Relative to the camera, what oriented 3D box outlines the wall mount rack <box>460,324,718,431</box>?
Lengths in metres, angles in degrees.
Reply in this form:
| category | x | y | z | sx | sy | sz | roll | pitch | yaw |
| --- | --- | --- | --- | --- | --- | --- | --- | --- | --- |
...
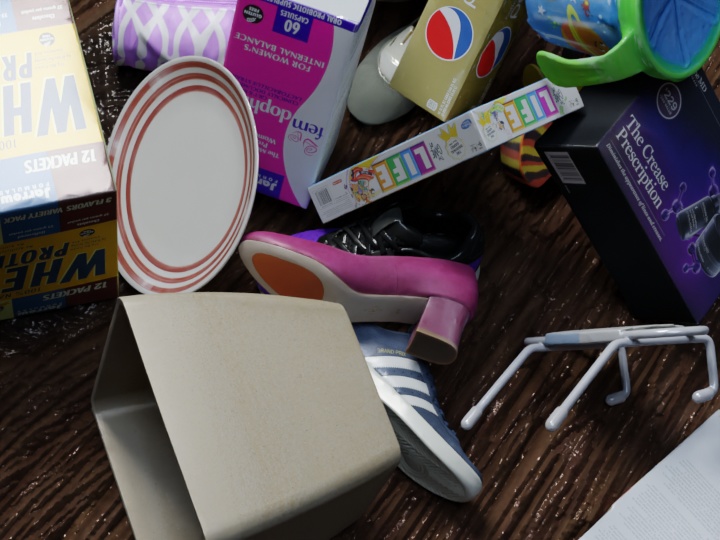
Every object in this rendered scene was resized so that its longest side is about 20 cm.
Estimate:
| category | x | y | z | sx | sy | sz | roll | pitch | yaw |
| --- | --- | --- | --- | --- | --- | --- | --- | --- | --- |
| wall mount rack | 0.182 | 0.084 | 1.426 | 0.173 | 0.200 | 0.075 | -3 | 87 | -30 |

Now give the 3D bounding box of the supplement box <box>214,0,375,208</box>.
| category | x | y | z | sx | sy | sz | roll | pitch | yaw |
| --- | --- | --- | --- | --- | --- | --- | --- | --- | --- |
| supplement box | -0.058 | -0.168 | 1.487 | 0.101 | 0.201 | 0.104 | 18 | 43 | 2 |

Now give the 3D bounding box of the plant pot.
| category | x | y | z | sx | sy | sz | roll | pitch | yaw |
| --- | --- | --- | --- | --- | --- | --- | --- | --- | --- |
| plant pot | -0.084 | 0.128 | 1.363 | 0.176 | 0.200 | 0.201 | -14 | 67 | -21 |

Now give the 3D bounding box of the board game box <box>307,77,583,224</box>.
| category | x | y | z | sx | sy | sz | roll | pitch | yaw |
| --- | --- | --- | --- | --- | --- | --- | --- | --- | --- |
| board game box | 0.068 | -0.101 | 1.466 | 0.134 | 0.199 | 0.034 | -27 | 93 | -44 |

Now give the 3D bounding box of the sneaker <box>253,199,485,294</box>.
| category | x | y | z | sx | sy | sz | roll | pitch | yaw |
| --- | --- | --- | --- | --- | --- | --- | --- | --- | --- |
| sneaker | 0.010 | -0.022 | 1.492 | 0.199 | 0.100 | 0.070 | -6 | 63 | -11 |

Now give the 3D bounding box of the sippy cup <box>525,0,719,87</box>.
| category | x | y | z | sx | sy | sz | roll | pitch | yaw |
| --- | --- | --- | --- | --- | --- | --- | --- | --- | --- |
| sippy cup | 0.206 | -0.226 | 1.431 | 0.130 | 0.141 | 0.177 | 13 | 21 | 41 |

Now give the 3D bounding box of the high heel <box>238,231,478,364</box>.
| category | x | y | z | sx | sy | sz | roll | pitch | yaw |
| --- | --- | --- | --- | --- | --- | --- | --- | --- | --- |
| high heel | 0.000 | 0.000 | 1.443 | 0.199 | 0.067 | 0.096 | 28 | 46 | -10 |

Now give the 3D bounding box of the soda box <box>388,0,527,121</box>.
| category | x | y | z | sx | sy | sz | roll | pitch | yaw |
| --- | --- | --- | --- | --- | --- | --- | --- | --- | --- |
| soda box | 0.102 | -0.229 | 1.507 | 0.064 | 0.201 | 0.068 | 34 | 24 | 19 |

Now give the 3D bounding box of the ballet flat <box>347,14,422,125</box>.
| category | x | y | z | sx | sy | sz | roll | pitch | yaw |
| --- | --- | --- | --- | --- | --- | --- | --- | --- | --- |
| ballet flat | 0.063 | -0.209 | 1.610 | 0.200 | 0.064 | 0.067 | -41 | 76 | -22 |

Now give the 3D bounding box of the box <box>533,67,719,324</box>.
| category | x | y | z | sx | sy | sz | roll | pitch | yaw |
| --- | --- | --- | --- | --- | --- | --- | --- | --- | --- |
| box | 0.253 | -0.076 | 1.506 | 0.141 | 0.079 | 0.200 | -51 | 122 | -26 |

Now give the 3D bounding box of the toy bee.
| category | x | y | z | sx | sy | sz | roll | pitch | yaw |
| --- | --- | --- | --- | --- | --- | --- | --- | --- | --- |
| toy bee | 0.193 | -0.171 | 1.587 | 0.130 | 0.109 | 0.200 | 3 | 42 | 44 |

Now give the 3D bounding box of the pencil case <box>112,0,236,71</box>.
| category | x | y | z | sx | sy | sz | roll | pitch | yaw |
| --- | --- | --- | --- | --- | --- | --- | --- | --- | --- |
| pencil case | -0.122 | -0.214 | 1.574 | 0.199 | 0.086 | 0.084 | 1 | 61 | -7 |

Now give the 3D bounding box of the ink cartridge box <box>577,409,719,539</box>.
| category | x | y | z | sx | sy | sz | roll | pitch | yaw |
| --- | --- | --- | --- | --- | --- | --- | --- | --- | --- |
| ink cartridge box | 0.256 | 0.217 | 1.444 | 0.200 | 0.050 | 0.109 | -37 | 75 | -21 |

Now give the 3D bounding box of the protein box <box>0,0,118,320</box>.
| category | x | y | z | sx | sy | sz | roll | pitch | yaw |
| --- | --- | --- | --- | --- | --- | --- | --- | --- | --- |
| protein box | -0.280 | -0.093 | 1.430 | 0.134 | 0.199 | 0.201 | -12 | 67 | -13 |

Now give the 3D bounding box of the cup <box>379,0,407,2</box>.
| category | x | y | z | sx | sy | sz | roll | pitch | yaw |
| --- | --- | --- | --- | --- | --- | --- | --- | --- | --- |
| cup | 0.036 | -0.326 | 1.617 | 0.199 | 0.143 | 0.201 | 3 | 65 | -6 |

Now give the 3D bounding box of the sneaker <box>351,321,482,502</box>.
| category | x | y | z | sx | sy | sz | roll | pitch | yaw |
| --- | --- | --- | --- | --- | --- | --- | --- | --- | --- |
| sneaker | 0.040 | 0.097 | 1.458 | 0.084 | 0.075 | 0.200 | -38 | 79 | -29 |

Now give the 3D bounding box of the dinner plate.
| category | x | y | z | sx | sy | sz | roll | pitch | yaw |
| --- | --- | --- | --- | --- | --- | --- | --- | --- | --- |
| dinner plate | -0.145 | -0.075 | 1.467 | 0.024 | 0.200 | 0.201 | 8 | 56 | -46 |
